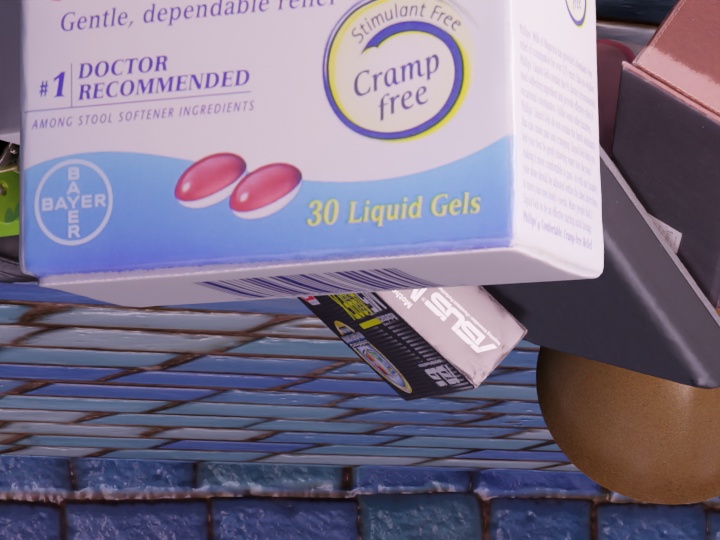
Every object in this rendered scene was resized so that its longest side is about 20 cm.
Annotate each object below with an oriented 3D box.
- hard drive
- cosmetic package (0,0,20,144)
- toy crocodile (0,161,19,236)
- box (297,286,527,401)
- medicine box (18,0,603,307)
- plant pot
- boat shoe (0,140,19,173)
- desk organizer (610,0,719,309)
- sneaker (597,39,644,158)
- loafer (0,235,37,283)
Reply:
[{"bbox_3d":[0.091,-0.020,1.474,0.140,0.033,0.200,14,152,44],"label":"hard drive"},{"bbox_3d":[-0.050,-0.109,1.227,0.200,0.108,0.085,-4,171,29],"label":"cosmetic package"},{"bbox_3d":[-0.239,-0.060,1.569,0.068,0.062,0.200,-9,159,36],"label":"toy crocodile"},{"bbox_3d":[0.000,0.000,1.618,0.160,0.044,0.200,44,170,-5],"label":"box"},{"bbox_3d":[-0.018,-0.094,1.031,0.182,0.200,0.103,-4,172,20],"label":"medicine box"},{"bbox_3d":[0.215,0.039,1.996,0.186,0.186,0.200,-1,157,1],"label":"plant pot"},{"bbox_3d":[-0.194,-0.081,1.524,0.072,0.060,0.202,-7,168,36],"label":"boat shoe"},{"bbox_3d":[0.169,-0.064,1.406,0.072,0.077,0.200,32,162,13],"label":"desk organizer"},{"bbox_3d":[0.066,-0.075,1.529,0.105,0.075,0.200,-1,176,-31],"label":"sneaker"},{"bbox_3d":[-0.176,-0.030,1.837,0.201,0.068,0.070,2,164,-46],"label":"loafer"}]
